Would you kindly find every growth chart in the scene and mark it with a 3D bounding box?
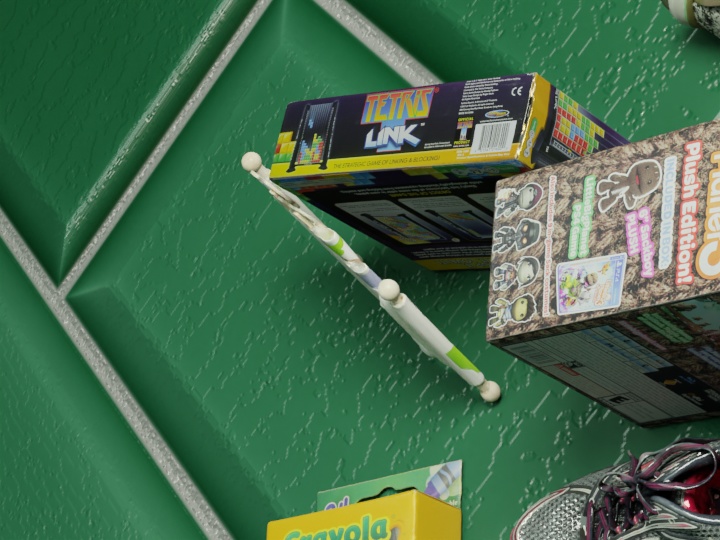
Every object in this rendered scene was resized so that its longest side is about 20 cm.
[{"bbox_3d":[0.000,0.000,1.151,0.018,0.145,0.200,-45,42,-1],"label":"growth chart"}]

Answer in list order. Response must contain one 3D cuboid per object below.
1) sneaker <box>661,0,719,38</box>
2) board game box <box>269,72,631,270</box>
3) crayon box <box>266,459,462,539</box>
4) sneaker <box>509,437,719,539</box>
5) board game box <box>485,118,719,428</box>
[{"bbox_3d":[0.227,-0.187,1.017,0.077,0.200,0.089,-33,65,-10],"label":"sneaker"},{"bbox_3d":[0.072,-0.054,1.087,0.199,0.165,0.057,-1,70,43],"label":"board game box"},{"bbox_3d":[-0.001,0.216,1.107,0.125,0.051,0.202,-18,58,37],"label":"crayon box"},{"bbox_3d":[0.163,0.126,0.978,0.199,0.074,0.081,-22,56,36],"label":"sneaker"},{"bbox_3d":[0.192,0.002,0.949,0.199,0.159,0.098,-14,61,38],"label":"board game box"}]
